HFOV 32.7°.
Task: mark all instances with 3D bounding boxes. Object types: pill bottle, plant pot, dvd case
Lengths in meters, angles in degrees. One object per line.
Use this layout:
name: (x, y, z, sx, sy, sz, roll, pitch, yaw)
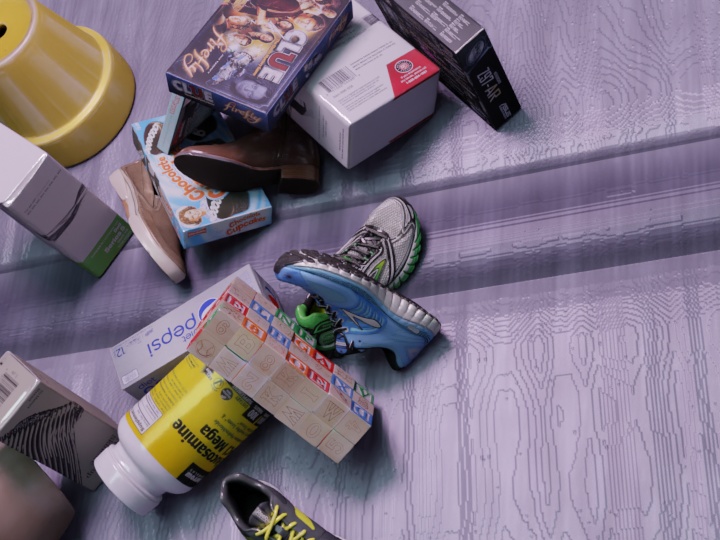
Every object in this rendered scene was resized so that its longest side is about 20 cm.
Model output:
pill bottle: (-0.195, 0.174, 1.366, 0.200, 0.112, 0.112, -43, 56, -1)
plant pot: (-0.438, -0.270, 1.661, 0.200, 0.189, 0.201, -10, 60, 18)
plant pot: (-0.424, 0.291, 1.380, 0.173, 0.200, 0.200, -41, 54, -22)
dvd case: (-0.173, -0.246, 1.525, 0.022, 0.146, 0.200, 37, 57, 3)

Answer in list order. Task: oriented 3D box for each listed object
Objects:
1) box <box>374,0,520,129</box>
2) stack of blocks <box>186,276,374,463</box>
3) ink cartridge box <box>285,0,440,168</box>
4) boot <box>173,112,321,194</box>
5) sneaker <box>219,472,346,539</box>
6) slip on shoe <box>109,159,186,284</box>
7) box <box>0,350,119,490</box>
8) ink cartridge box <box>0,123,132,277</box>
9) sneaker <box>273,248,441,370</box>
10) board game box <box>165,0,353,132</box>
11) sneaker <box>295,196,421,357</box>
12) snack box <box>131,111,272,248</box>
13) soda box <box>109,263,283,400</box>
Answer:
box: (0.092, -0.273, 1.442, 0.044, 0.160, 0.200, -41, 55, -1)
stack of blocks: (-0.080, 0.104, 1.306, 0.200, 0.115, 0.059, 39, 105, -8)
ink cartridge box: (-0.025, -0.239, 1.477, 0.144, 0.084, 0.200, -34, 63, -24)
boot: (-0.134, -0.195, 1.521, 0.186, 0.064, 0.201, 9, 61, -17)
sneaker: (-0.078, 0.281, 1.275, 0.200, 0.085, 0.075, 30, 80, 33)
slip on shoe: (-0.255, -0.068, 1.547, 0.060, 0.076, 0.200, -33, 49, -1)
box: (-0.347, 0.173, 1.381, 0.068, 0.200, 0.082, 33, 81, 33)
ink cartridge box: (-0.402, -0.093, 1.544, 0.145, 0.200, 0.084, 30, 79, 33)
sneaker: (-0.010, 0.047, 1.315, 0.090, 0.200, 0.078, -59, 20, 2)
board game box: (-0.114, -0.261, 1.418, 0.135, 0.035, 0.200, 23, 60, 15)
sneaker: (0.000, 0.000, 1.386, 0.078, 0.085, 0.200, 23, 75, 32)
snack box: (-0.201, -0.122, 1.539, 0.116, 0.037, 0.200, -18, 54, -19)
soda box: (-0.189, 0.079, 1.439, 0.200, 0.068, 0.064, -31, 55, 6)
